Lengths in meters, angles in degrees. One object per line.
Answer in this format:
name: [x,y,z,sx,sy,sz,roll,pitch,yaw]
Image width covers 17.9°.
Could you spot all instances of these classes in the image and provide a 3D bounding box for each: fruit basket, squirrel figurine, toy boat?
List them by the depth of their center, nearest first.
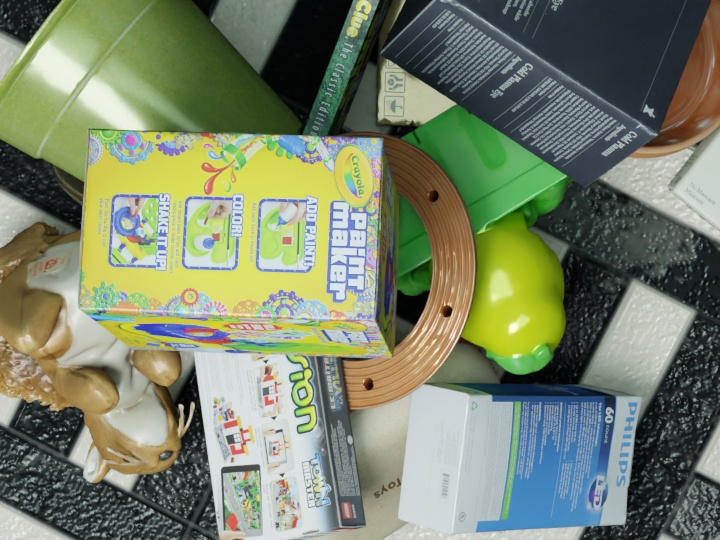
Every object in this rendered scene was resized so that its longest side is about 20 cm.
fruit basket: [0.093,-0.019,1.705,0.215,0.155,0.216,0,92,10]
squirrel figurine: [-0.205,0.064,1.746,0.141,0.200,0.187,-39,124,-23]
toy boat: [0.008,0.116,1.750,0.200,0.131,0.131,-32,46,-12]

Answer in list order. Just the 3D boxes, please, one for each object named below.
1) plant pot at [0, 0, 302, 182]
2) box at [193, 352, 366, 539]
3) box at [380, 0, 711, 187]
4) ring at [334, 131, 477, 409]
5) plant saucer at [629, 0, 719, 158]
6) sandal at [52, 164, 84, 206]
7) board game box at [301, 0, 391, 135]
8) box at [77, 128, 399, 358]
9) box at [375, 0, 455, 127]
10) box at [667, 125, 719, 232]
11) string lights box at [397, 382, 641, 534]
plant pot: [-0.150,-0.119,1.704,0.190,0.200,0.200,39,95,-1]
box: [-0.063,0.097,1.658,0.110,0.035,0.201,-14,78,31]
box: [0.142,-0.197,1.619,0.182,0.104,0.200,32,61,-11]
ring: [0.000,0.000,1.658,0.200,0.019,0.201,-2,86,32]
plant saucer: [0.197,-0.179,1.721,0.200,0.032,0.201,6,71,-18]
sandal: [-0.160,-0.029,1.777,0.200,0.055,0.082,37,62,15]
board game box: [-0.004,-0.167,1.719,0.023,0.105,0.201,23,106,5]
box: [-0.075,-0.015,1.534,0.192,0.200,0.122,1,81,5]
box: [0.096,-0.208,1.769,0.163,0.021,0.201,2,93,4]
box: [0.325,-0.115,1.735,0.082,0.068,0.200,37,95,1]
string lights box: [0.122,0.138,1.703,0.059,0.200,0.103,10,94,45]
